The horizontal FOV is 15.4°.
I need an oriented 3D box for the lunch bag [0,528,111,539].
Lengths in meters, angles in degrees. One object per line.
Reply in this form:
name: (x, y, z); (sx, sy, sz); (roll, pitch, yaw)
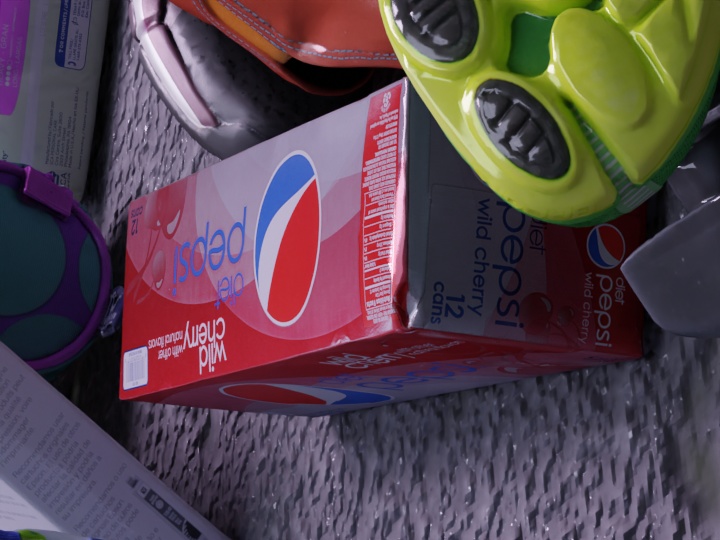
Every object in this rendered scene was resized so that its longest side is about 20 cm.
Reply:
lunch bag: (-0.043, 0.136, 0.653); (0.200, 0.170, 0.128); (-57, 34, 41)

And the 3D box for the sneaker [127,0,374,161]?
sneaker: (-0.019, -0.131, 0.796); (0.116, 0.075, 0.200); (-52, 37, 44)

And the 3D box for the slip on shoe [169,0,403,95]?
slip on shoe: (-0.018, -0.078, 0.716); (0.200, 0.074, 0.061); (12, 109, 37)

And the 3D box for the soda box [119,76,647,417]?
soda box: (0.000, 0.000, 0.717); (0.200, 0.070, 0.064); (164, 111, -65)

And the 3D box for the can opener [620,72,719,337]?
can opener: (0.112, -0.046, 0.524); (0.067, 0.053, 0.200); (57, 149, 5)

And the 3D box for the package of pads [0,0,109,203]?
package of pads: (-0.165, -0.104, 1.118); (0.200, 0.068, 0.155); (178, 98, -65)

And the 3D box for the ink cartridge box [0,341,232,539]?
ink cartridge box: (-0.161, 0.044, 0.909); (0.041, 0.200, 0.199); (-55, 23, -19)

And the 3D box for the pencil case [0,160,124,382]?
pencil case: (-0.162, 0.030, 1.052); (0.093, 0.085, 0.200); (-55, 8, -32)

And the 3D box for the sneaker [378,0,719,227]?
sneaker: (0.040, -0.076, 0.572); (0.074, 0.084, 0.200); (-24, 40, 9)
